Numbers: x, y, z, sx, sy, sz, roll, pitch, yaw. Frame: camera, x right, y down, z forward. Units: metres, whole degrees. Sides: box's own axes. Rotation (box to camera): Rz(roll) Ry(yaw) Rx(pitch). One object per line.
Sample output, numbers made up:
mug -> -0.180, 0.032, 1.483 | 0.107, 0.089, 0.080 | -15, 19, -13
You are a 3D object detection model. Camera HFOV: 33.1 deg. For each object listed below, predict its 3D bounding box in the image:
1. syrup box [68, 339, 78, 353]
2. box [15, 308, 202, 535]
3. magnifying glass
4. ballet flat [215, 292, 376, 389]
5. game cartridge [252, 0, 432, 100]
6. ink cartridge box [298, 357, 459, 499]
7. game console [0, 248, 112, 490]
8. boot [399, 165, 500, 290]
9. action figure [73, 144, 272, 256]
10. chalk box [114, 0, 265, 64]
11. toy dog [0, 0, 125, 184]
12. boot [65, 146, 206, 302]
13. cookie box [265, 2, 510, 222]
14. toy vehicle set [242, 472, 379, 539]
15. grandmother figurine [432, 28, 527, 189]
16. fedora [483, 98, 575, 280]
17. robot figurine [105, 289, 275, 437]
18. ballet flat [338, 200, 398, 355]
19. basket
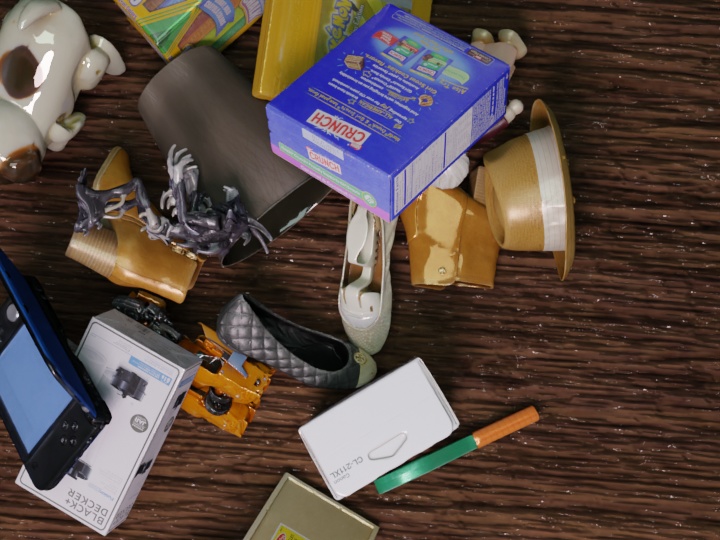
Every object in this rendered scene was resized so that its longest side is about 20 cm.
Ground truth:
syrup box -> -0.326, 0.135, 1.338 | 0.199, 0.079, 0.082 | 33, 100, 4
box -> -0.261, 0.157, 1.258 | 0.116, 0.060, 0.202 | 29, 101, 5
magnifying glass -> 0.107, 0.199, 1.341 | 0.198, 0.080, 0.023 | -25, 82, -12
ballet flat -> -0.063, 0.081, 1.309 | 0.198, 0.067, 0.057 | 21, 127, -27
game cartridge -> -0.016, -0.257, 1.351 | 0.198, 0.032, 0.179 | 11, 83, -30
ink cartridge box -> 0.019, 0.161, 1.275 | 0.145, 0.200, 0.083 | -30, 85, -2
game console -> -0.341, 0.089, 1.190 | 0.171, 0.118, 0.201 | -48, 58, 19
boot -> 0.064, -0.056, 1.356 | 0.199, 0.071, 0.146 | 11, 79, -4
action figure -> -0.185, -0.070, 1.223 | 0.197, 0.119, 0.103 | 7, 76, -9
chalk box -> -0.173, -0.334, 1.354 | 0.200, 0.124, 0.124 | -42, 75, -1
toy dog -> -0.362, -0.186, 1.324 | 0.139, 0.194, 0.202 | 28, 79, -9
boot -> -0.235, -0.046, 1.331 | 0.143, 0.202, 0.071 | 23, 125, -14
cookie box -> 0.029, -0.167, 1.255 | 0.170, 0.076, 0.200 | 33, 60, 27
toy vehicle set -> -0.066, 0.308, 1.276 | 0.123, 0.200, 0.027 | 30, 122, 4
grandmother figurine -> 0.123, -0.176, 1.337 | 0.120, 0.061, 0.201 | 4, 58, 42
fedora -> 0.177, -0.083, 1.300 | 0.081, 0.201, 0.203 | -7, 85, 1
robot figurine -> -0.197, 0.097, 1.330 | 0.199, 0.145, 0.058 | 32, 50, 3
ballet flat -> 0.000, 0.000, 1.331 | 0.067, 0.062, 0.203 | 11, 106, 26
basket -> -0.143, -0.138, 1.343 | 0.180, 0.136, 0.201 | -37, 81, -11
